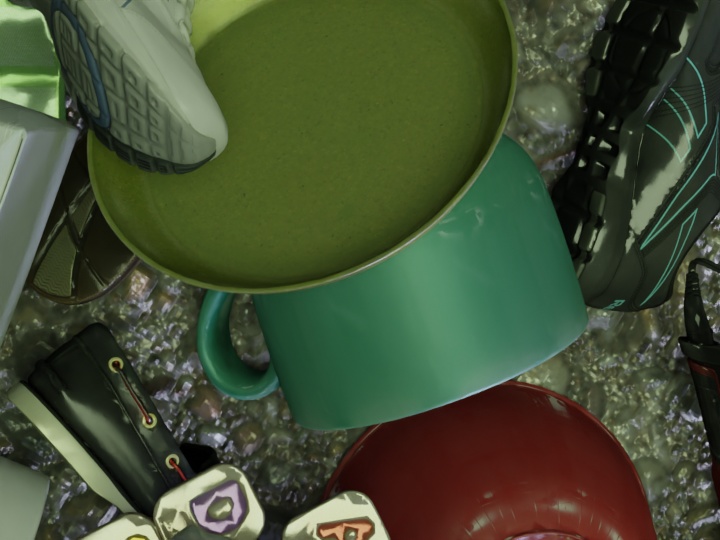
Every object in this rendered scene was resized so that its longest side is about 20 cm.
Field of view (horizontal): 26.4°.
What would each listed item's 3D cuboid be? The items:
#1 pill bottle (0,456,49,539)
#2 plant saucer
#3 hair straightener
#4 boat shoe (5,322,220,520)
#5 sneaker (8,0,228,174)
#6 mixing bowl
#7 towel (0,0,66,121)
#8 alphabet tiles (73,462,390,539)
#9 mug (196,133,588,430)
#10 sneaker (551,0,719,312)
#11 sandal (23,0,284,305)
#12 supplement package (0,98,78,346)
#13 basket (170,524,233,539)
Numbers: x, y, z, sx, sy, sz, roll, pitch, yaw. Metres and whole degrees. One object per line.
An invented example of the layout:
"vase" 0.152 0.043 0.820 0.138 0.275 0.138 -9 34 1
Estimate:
"pill bottle" -0.255 0.106 0.717 0.198 0.114 0.115 22 93 -12
"plant saucer" -0.025 -0.071 0.682 0.199 0.200 0.031 -35 144 -4
"hair straightener" 0.222 0.082 0.839 0.076 0.041 0.202 -22 104 -8
"boat shoe" -0.091 0.116 0.770 0.063 0.074 0.202 -41 108 -15
"sneaker" -0.105 -0.127 0.684 0.086 0.075 0.201 -21 60 -22
"mixing bowl" 0.078 0.165 0.793 0.198 0.108 0.202 -2 97 -12
"towel" -0.242 -0.092 0.737 0.198 0.031 0.151 -3 99 -11
"alphabet tiles" -0.057 0.199 0.718 0.194 0.015 0.201 -26 88 -6
"mug" 0.006 -0.001 0.734 0.183 0.152 0.115 -20 98 -8
"sneaker" 0.156 -0.072 0.805 0.079 0.075 0.202 16 101 -26
"sandal" -0.087 -0.061 0.756 0.082 0.055 0.200 40 86 7
"supplement package" -0.240 -0.027 0.625 0.198 0.191 0.148 21 93 -7
"basket" -0.007 0.203 0.647 0.198 0.136 0.124 19 87 -2
